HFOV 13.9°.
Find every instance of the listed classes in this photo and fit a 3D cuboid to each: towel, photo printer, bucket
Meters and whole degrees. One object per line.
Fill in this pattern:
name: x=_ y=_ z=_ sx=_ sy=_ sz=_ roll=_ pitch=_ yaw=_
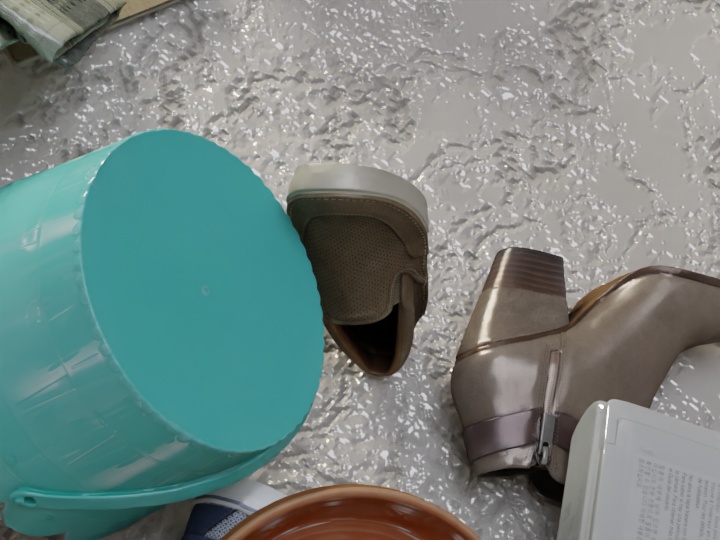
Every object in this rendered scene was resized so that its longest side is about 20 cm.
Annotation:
towel: x=-0.231 y=-0.180 z=1.654 sx=0.199 sy=0.035 sz=0.193 roll=34 pitch=13 yaw=-1
photo printer: x=0.205 y=0.173 z=1.624 sx=0.199 sy=0.070 sz=0.167 roll=18 pitch=54 yaw=-10
bucket: x=-0.124 y=0.031 z=1.554 sx=0.207 sy=0.134 sz=0.209 roll=25 pitch=54 yaw=-40

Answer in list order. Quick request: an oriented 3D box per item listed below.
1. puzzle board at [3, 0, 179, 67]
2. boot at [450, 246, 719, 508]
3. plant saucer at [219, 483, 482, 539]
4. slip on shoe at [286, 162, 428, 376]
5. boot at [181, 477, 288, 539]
puzzle board: x=-0.195 y=-0.227 z=1.779 sx=0.150 sy=0.017 sz=0.201 roll=-25 pitch=74 yaw=-30
boot: x=0.146 y=0.070 z=1.722 sx=0.199 sy=0.070 sz=0.147 roll=9 pitch=67 yaw=-14
plant saucer: x=-0.008 y=0.212 z=1.556 sx=0.199 sy=0.032 sz=0.202 roll=-1 pitch=96 yaw=-14
slip on shoe: x=0.000 y=0.000 z=1.630 sx=0.075 sy=0.200 sz=0.061 roll=4 pitch=69 yaw=6
boot: x=-0.011 y=0.190 z=1.602 sx=0.199 sy=0.073 sz=0.091 roll=23 pitch=71 yaw=-3
